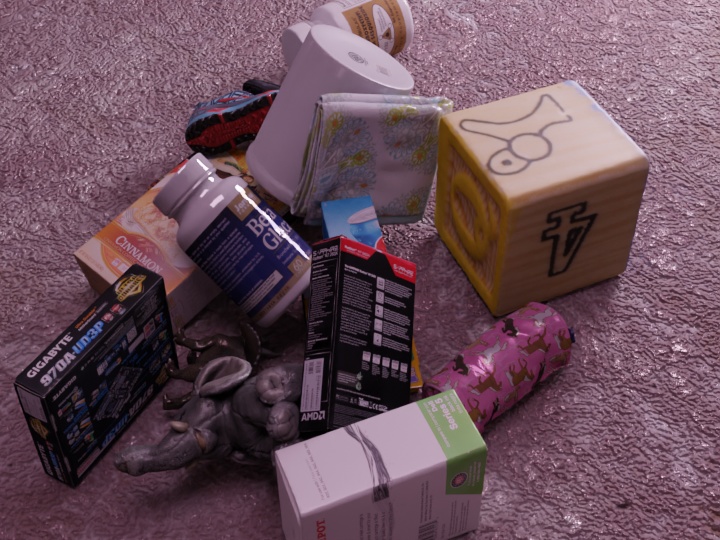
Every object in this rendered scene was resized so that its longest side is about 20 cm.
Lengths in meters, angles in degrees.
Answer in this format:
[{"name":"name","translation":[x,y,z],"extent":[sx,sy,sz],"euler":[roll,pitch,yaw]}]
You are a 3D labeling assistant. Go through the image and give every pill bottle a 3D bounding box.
[{"name":"pill bottle","translation":[-0.147,-0.039,1.241],"extent":[0.200,0.111,0.111],"euler":[45,51,-6]},{"name":"pill bottle","translation":[-0.022,-0.377,1.686],"extent":[0.198,0.116,0.114],"euler":[-27,50,-24]}]

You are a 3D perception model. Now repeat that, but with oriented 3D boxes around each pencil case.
[{"name":"pencil case","translation":[0.158,0.118,1.206],"extent":[0.199,0.084,0.086],"euler":[-32,46,-28]}]

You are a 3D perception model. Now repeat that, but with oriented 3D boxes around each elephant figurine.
[{"name":"elephant figurine","translation":[-0.138,0.157,1.127],"extent":[0.197,0.155,0.144],"euler":[-5,71,26]}]

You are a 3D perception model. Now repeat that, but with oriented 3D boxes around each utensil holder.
[{"name":"utensil holder","translation":[-0.042,-0.200,1.405],"extent":[0.168,0.202,0.171],"euler":[23,27,-12]}]

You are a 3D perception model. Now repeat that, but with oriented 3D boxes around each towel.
[{"name":"towel","translation":[0.016,-0.139,1.338],"extent":[0.197,0.173,0.048],"euler":[-4,37,-28]}]

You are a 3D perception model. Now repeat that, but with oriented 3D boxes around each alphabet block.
[{"name":"alphabet block","translation":[0.222,-0.095,1.339],"extent":[0.197,0.199,0.196],"euler":[-16,45,-15]}]

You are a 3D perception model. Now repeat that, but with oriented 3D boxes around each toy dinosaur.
[{"name":"toy dinosaur","translation":[-0.171,0.122,1.213],"extent":[0.100,0.078,0.201],"euler":[5,42,17]}]

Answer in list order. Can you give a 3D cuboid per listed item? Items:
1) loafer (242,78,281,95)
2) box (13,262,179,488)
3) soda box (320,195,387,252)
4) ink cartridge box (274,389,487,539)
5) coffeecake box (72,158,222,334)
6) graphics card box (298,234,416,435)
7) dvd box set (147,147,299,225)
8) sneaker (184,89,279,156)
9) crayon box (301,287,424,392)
[{"name":"loafer","translation":[-0.094,-0.233,1.580],"extent":[0.199,0.069,0.070],"euler":[32,45,23]},{"name":"box","translation":[-0.283,0.115,1.163],"extent":[0.045,0.161,0.201],"euler":[22,49,21]},{"name":"soda box","translation":[0.000,0.000,1.268],"extent":[0.067,0.065,0.202],"euler":[-8,45,-7]},{"name":"ink cartridge box","translation":[0.019,0.222,1.057],"extent":[0.197,0.147,0.085],"euler":[-16,47,-15]},{"name":"coffeecake box","translation":[-0.238,-0.028,1.345],"extent":[0.153,0.074,0.200],"euler":[33,64,30]},{"name":"graphics card box","translation":[0.000,0.078,1.107],"extent":[0.050,0.124,0.204],"euler":[-13,67,41]},{"name":"dvd box set","translation":[-0.180,-0.106,1.476],"extent":[0.198,0.030,0.146],"euler":[29,52,27]},{"name":"sneaker","translation":[-0.158,-0.235,1.517],"extent":[0.196,0.080,0.096],"euler":[-10,41,2]},{"name":"crayon box","translation":[-0.001,0.086,1.264],"extent":[0.123,0.052,0.202],"euler":[-6,44,-5]}]
